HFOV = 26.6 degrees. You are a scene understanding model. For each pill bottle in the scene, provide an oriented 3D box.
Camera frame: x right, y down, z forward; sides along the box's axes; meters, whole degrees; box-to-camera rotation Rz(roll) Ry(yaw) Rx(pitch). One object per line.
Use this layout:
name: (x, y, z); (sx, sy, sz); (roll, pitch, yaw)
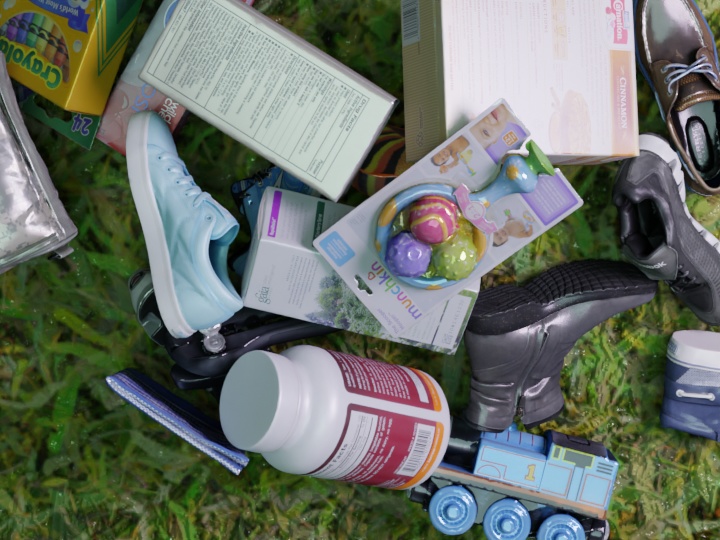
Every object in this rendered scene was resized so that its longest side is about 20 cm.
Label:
pill bottle: (-0.023, 0.129, 1.360); (0.198, 0.113, 0.114); (16, 105, -41)

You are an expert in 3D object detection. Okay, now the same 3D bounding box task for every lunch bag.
lunch bag: (-0.353, -0.086, 1.348); (0.166, 0.139, 0.202); (-18, 100, 24)

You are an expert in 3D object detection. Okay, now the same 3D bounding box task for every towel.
towel: (-0.162, 0.130, 1.376); (0.144, 0.200, 0.024); (33, 85, -3)

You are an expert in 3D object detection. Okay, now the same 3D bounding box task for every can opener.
can opener: (-0.082, 0.046, 1.370); (0.198, 0.079, 0.064); (-21, 75, -12)

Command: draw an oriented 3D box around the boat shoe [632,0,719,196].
boat shoe: (0.297, -0.164, 1.363); (0.071, 0.072, 0.202); (-20, 100, 5)

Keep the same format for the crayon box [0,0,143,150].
crayon box: (-0.262, -0.225, 1.350); (0.125, 0.051, 0.202); (29, 104, 31)

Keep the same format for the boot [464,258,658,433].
boot: (0.183, 0.071, 1.415); (0.197, 0.070, 0.133); (-12, 115, -12)

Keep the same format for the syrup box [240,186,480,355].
syrup box: (0.000, 0.000, 1.328); (0.197, 0.082, 0.079); (14, 129, -6)

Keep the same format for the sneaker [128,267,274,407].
sneaker: (-0.143, 0.063, 1.430); (0.074, 0.088, 0.200); (-43, 122, -4)

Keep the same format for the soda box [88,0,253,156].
soda box: (-0.164, -0.194, 1.377); (0.070, 0.063, 0.201); (31, 101, -4)

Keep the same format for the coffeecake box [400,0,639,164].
coffeecake box: (0.138, -0.172, 1.309); (0.197, 0.073, 0.156); (-1, 88, -27)

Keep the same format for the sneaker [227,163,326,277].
sneaker: (-0.075, -0.076, 1.392); (0.089, 0.078, 0.203); (15, 101, 2)

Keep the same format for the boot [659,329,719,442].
boot: (0.381, 0.116, 1.426); (0.197, 0.073, 0.092); (9, 109, 8)

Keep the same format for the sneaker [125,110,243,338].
sneaker: (-0.145, -0.048, 1.320); (0.081, 0.074, 0.203); (-15, 83, 10)

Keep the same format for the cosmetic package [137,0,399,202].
cosmetic package: (-0.075, -0.155, 1.297); (0.199, 0.087, 0.104); (33, 99, 1)

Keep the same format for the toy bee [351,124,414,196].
toy bee: (0.075, -0.088, 1.358); (0.197, 0.110, 0.131); (-12, 145, 18)

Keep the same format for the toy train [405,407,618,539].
toy train: (0.145, 0.200, 1.440); (0.197, 0.087, 0.116); (14, 93, 1)

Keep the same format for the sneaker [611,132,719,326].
sneaker: (0.276, -0.018, 1.370); (0.066, 0.091, 0.201); (-10, 120, 42)

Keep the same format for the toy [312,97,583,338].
toy: (0.071, -0.033, 1.237); (0.199, 0.047, 0.115); (-37, 109, 13)
